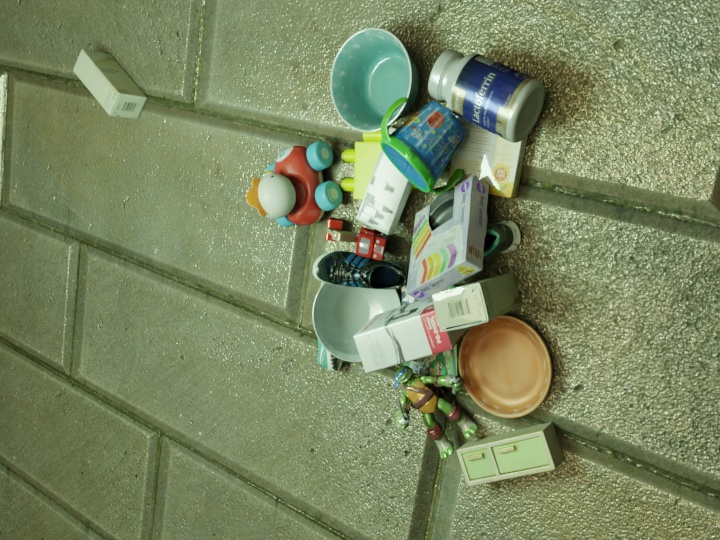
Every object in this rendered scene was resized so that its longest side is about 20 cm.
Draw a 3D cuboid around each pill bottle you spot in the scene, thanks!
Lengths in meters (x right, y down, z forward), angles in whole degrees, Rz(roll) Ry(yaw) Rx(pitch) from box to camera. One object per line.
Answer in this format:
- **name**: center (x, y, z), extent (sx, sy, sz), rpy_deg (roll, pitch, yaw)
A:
- **pill bottle**: center (0.228, -0.326, 1.315), extent (0.198, 0.115, 0.118), rpy_deg (32, 112, 27)

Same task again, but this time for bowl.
- **bowl**: center (-0.014, 0.093, 1.564), extent (0.195, 0.090, 0.208), rpy_deg (0, 92, -11)
- **bowl**: center (0.044, -0.388, 1.484), extent (0.196, 0.104, 0.208), rpy_deg (4, 98, 34)

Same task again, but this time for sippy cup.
- **sippy cup**: center (0.127, -0.244, 1.366), extent (0.131, 0.178, 0.139), rpy_deg (-46, 61, -3)

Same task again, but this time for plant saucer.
- **plant saucer**: center (0.290, 0.188, 1.426), extent (0.195, 0.037, 0.207), rpy_deg (5, 99, 33)

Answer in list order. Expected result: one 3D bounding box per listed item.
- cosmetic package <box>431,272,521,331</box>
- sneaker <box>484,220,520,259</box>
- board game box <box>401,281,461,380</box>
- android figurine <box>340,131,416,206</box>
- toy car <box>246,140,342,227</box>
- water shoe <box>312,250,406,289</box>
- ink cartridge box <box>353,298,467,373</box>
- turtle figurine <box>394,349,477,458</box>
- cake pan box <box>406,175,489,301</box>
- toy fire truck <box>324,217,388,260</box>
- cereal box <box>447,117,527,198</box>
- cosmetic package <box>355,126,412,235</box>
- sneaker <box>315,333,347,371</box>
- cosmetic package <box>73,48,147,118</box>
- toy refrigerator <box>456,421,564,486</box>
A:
- **cosmetic package**: center (0.224, 0.057, 1.356), extent (0.103, 0.198, 0.073), rpy_deg (-16, 88, 32)
- **sneaker**: center (0.215, -0.047, 1.416), extent (0.197, 0.090, 0.080), rpy_deg (-25, 81, 33)
- **board game box**: center (0.151, 0.129, 1.517), extent (0.131, 0.029, 0.207), rpy_deg (2, 96, 33)
- **android figurine**: center (0.042, -0.213, 1.545), extent (0.196, 0.041, 0.188), rpy_deg (10, 101, 34)
- **toy car**: center (-0.175, -0.186, 1.584), extent (0.181, 0.197, 0.182), rpy_deg (-15, 88, 42)
- **water shoe**: center (0.000, 0.000, 1.475), extent (0.194, 0.079, 0.074), rpy_deg (4, 96, -11)
- **ink cartridge box**: center (0.101, 0.121, 1.429), extent (0.196, 0.145, 0.086), rpy_deg (-18, 97, 24)
- **turtle figurine**: center (0.148, 0.281, 1.438), extent (0.195, 0.144, 0.199), rpy_deg (49, 149, -9)
- **cake pan box**: center (0.169, -0.062, 1.389), extent (0.183, 0.051, 0.205), rpy_deg (-29, 43, 49)
- **toy fire truck**: center (-0.011, -0.069, 1.532), extent (0.137, 0.200, 0.050), rpy_deg (12, 99, 0)
- **cereal box**: center (0.254, -0.256, 1.397), extent (0.141, 0.039, 0.206), rpy_deg (16, 103, 31)
- **cosmetic package**: center (0.065, -0.184, 1.478), extent (0.081, 0.050, 0.205), rpy_deg (25, 105, 15)
- **sneaker**: center (-0.075, 0.129, 1.646), extent (0.078, 0.076, 0.207), rpy_deg (8, 99, 45)
- **cosmetic package**: center (-0.688, -0.512, 1.965), extent (0.200, 0.103, 0.074), rpy_deg (48, 117, 18)
- **toy refrigerator**: center (0.295, 0.368, 1.423), extent (0.197, 0.069, 0.078), rpy_deg (-22, 84, 34)
